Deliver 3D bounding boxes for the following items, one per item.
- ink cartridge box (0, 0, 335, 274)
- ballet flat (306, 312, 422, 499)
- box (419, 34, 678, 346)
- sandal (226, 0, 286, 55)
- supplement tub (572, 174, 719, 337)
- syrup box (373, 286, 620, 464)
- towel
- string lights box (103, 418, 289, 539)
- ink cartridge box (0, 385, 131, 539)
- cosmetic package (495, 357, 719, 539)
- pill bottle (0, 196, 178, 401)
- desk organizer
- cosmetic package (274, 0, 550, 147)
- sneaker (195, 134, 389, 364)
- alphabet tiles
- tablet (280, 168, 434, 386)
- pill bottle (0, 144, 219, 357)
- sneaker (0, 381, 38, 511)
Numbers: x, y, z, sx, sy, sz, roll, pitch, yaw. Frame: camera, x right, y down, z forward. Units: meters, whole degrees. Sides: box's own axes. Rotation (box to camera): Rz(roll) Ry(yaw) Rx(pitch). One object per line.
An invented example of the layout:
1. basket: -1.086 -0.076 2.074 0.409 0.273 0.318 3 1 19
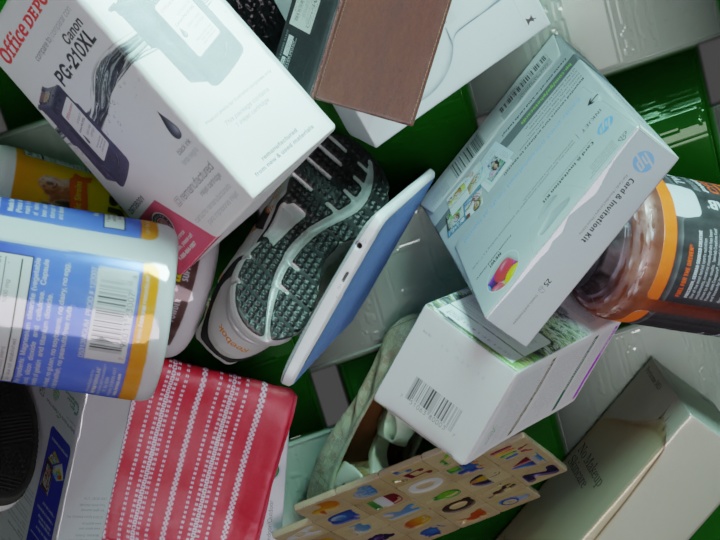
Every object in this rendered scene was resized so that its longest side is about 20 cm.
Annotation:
1. ink cartridge box: -0.130 -0.117 1.358 0.200 0.145 0.084 49 60 -1
2. ballet flat: 0.013 0.125 1.571 0.067 0.062 0.201 15 109 -18
3. box: 0.119 -0.059 1.440 0.041 0.200 0.156 34 102 -21
4. sandal: -0.076 -0.151 1.457 0.074 0.045 0.202 -2 98 -16
5. supplement tub: 0.216 -0.012 1.510 0.198 0.107 0.108 9 111 -28
6. syrup box: 0.098 0.058 1.481 0.078 0.200 0.082 36 112 17
7. towel: -0.153 0.127 1.498 0.198 0.023 0.146 14 106 -15
8. string lights box: -0.154 0.141 1.547 0.198 0.059 0.104 0 111 -11
9. ink cartridge box: -0.202 0.153 1.433 0.039 0.099 0.202 6 107 -31
10. cosmetic package: 0.189 0.176 1.604 0.073 0.104 0.201 34 101 -21
11. pill bottle: -0.217 0.012 1.334 0.198 0.112 0.113 9 110 -10
12. desk organizer: 0.016 -0.199 1.361 0.076 0.072 0.202 13 99 -27
13. cosmetic package: 0.016 -0.206 1.426 0.150 0.052 0.201 -36 115 -12
14. sneaker: -0.050 -0.016 1.456 0.074 0.200 0.080 44 139 -9
15. alphabet tiles: 0.043 0.165 1.552 0.199 0.006 0.166 -23 154 15
16. tablet: 0.000 0.000 1.450 0.014 0.200 0.131 31 105 4
17. pill bottle: -0.201 -0.017 1.446 0.198 0.109 0.110 15 109 -16
18. sneaker: -0.284 0.103 1.448 0.083 0.201 0.121 11 131 -36
